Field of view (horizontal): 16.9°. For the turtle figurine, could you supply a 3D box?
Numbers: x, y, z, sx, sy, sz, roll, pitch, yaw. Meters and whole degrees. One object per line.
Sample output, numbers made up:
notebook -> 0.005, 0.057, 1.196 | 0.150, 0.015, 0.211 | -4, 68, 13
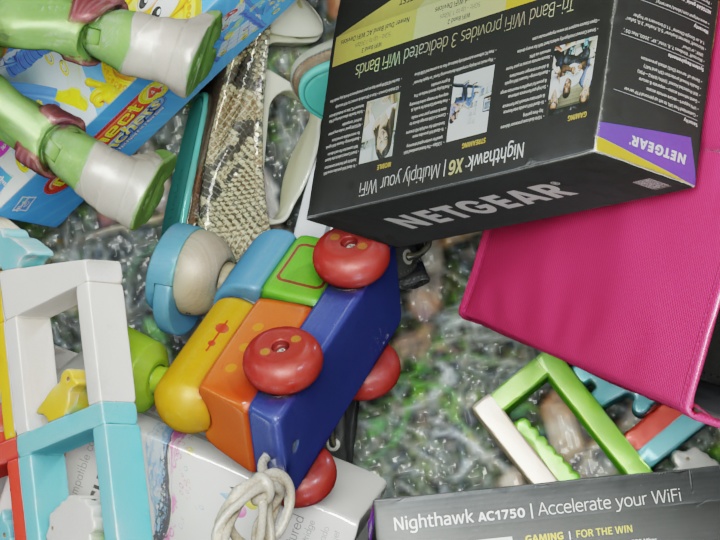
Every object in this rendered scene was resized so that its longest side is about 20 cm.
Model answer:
turtle figurine -> -0.163, -0.101, 1.084 | 0.193, 0.200, 0.144 | 23, 69, 4

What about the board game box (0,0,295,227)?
board game box -> -0.142, -0.160, 1.149 | 0.196, 0.056, 0.200 | -42, 70, 17

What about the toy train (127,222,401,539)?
toy train -> -0.068, 0.056, 1.043 | 0.115, 0.085, 0.200 | 13, 45, 21

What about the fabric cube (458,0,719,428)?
fabric cube -> 0.189, -0.033, 0.989 | 0.195, 0.199, 0.201 | 15, 93, -23

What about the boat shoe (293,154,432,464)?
boat shoe -> 0.000, 0.000, 1.147 | 0.066, 0.070, 0.201 | 17, 83, 7

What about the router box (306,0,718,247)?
router box -> 0.061, -0.101, 0.975 | 0.052, 0.200, 0.158 | 17, 75, -31

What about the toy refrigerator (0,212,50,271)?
toy refrigerator -> -0.244, 0.042, 1.156 | 0.076, 0.070, 0.200 | 39, 84, 10

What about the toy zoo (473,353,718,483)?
toy zoo -> 0.171, 0.054, 1.143 | 0.200, 0.020, 0.131 | -39, 79, -4

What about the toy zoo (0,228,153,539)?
toy zoo -> -0.140, 0.079, 1.049 | 0.020, 0.131, 0.201 | 4, 71, -40

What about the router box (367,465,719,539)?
router box -> 0.109, 0.163, 1.023 | 0.199, 0.051, 0.150 | -5, 72, -3

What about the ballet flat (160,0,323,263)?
ballet flat -> -0.055, -0.090, 1.179 | 0.075, 0.068, 0.201 | 4, 85, -17

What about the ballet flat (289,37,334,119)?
ballet flat -> 0.068, -0.101, 1.110 | 0.199, 0.068, 0.064 | -1, 51, 4

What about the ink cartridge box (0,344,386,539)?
ink cartridge box -> -0.102, 0.117, 1.113 | 0.199, 0.067, 0.117 | 22, 107, 8
